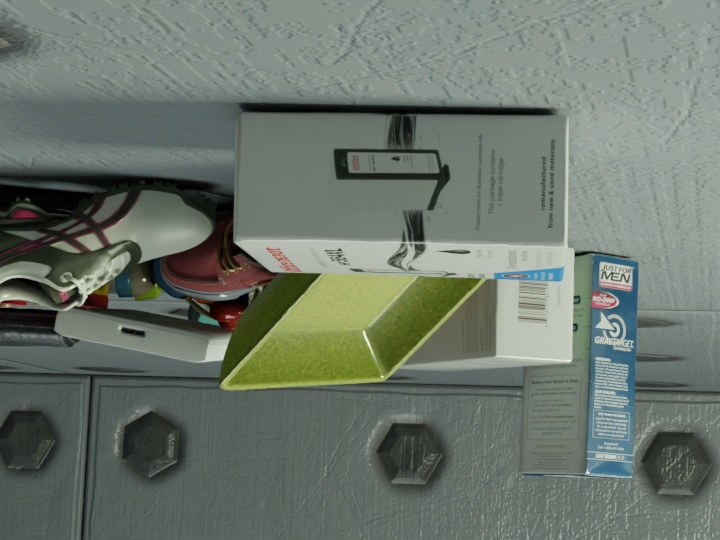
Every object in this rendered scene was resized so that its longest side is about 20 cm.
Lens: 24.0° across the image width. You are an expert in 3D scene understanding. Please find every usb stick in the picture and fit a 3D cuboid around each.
[{"bbox_3d":[-0.343,0.047,1.465,0.199,0.033,0.055,3,177,3],"label":"usb stick"}]

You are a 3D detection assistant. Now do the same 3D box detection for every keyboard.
[{"bbox_3d":[-0.258,-0.053,1.331,0.199,0.021,0.127,4,178,-18],"label":"keyboard"}]

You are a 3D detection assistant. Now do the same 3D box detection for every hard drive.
[{"bbox_3d":[-0.173,0.055,1.479,0.131,0.027,0.200,11,179,8],"label":"hard drive"}]

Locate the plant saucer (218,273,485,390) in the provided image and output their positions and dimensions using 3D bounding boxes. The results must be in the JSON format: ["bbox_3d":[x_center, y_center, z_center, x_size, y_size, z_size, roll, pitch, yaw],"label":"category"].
[{"bbox_3d":[0.004,0.010,1.286,0.200,0.048,0.200,1,140,-50],"label":"plant saucer"}]

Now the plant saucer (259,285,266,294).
[{"bbox_3d":[0.000,0.000,1.446,0.199,0.036,0.200,-14,172,-2],"label":"plant saucer"}]

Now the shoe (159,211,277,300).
[{"bbox_3d":[-0.087,-0.023,1.331,0.199,0.072,0.091,-7,168,25],"label":"shoe"}]

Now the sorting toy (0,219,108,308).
[{"bbox_3d":[-0.307,-0.004,1.462,0.199,0.070,0.199,2,177,10],"label":"sorting toy"}]

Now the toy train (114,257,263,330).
[{"bbox_3d":[-0.150,0.010,1.504,0.115,0.085,0.200,0,173,0],"label":"toy train"}]

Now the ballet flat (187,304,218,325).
[{"bbox_3d":[-0.091,0.039,1.825,0.199,0.073,0.073,-2,174,-18],"label":"ballet flat"}]

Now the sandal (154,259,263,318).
[{"bbox_3d":[-0.148,0.021,1.698,0.080,0.058,0.201,-3,171,35],"label":"sandal"}]

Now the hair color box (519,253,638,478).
[{"bbox_3d":[0.202,0.090,1.564,0.060,0.201,0.100,8,171,-32],"label":"hair color box"}]

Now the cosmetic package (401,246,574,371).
[{"bbox_3d":[0.105,0.035,1.546,0.085,0.108,0.200,5,174,-26],"label":"cosmetic package"}]

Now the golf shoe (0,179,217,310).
[{"bbox_3d":[-0.202,-0.011,1.266,0.199,0.088,0.077,-8,147,-6],"label":"golf shoe"}]

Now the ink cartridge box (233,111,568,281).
[{"bbox_3d":[0.029,-0.044,1.059,0.199,0.085,0.146,1,172,6],"label":"ink cartridge box"}]
